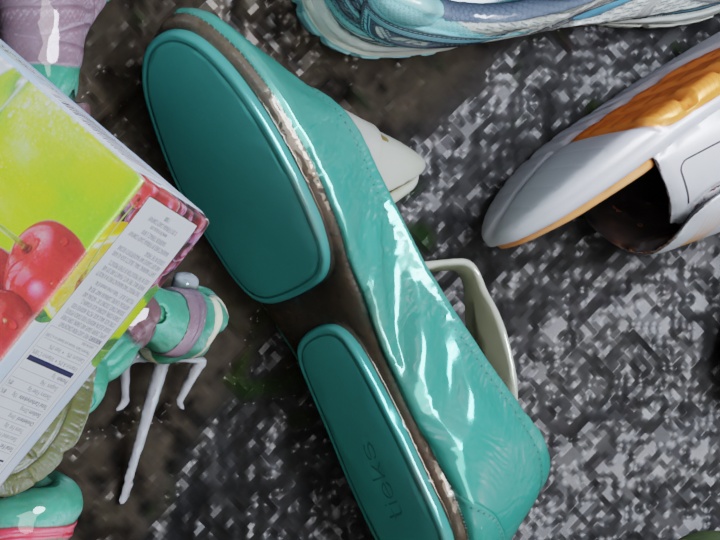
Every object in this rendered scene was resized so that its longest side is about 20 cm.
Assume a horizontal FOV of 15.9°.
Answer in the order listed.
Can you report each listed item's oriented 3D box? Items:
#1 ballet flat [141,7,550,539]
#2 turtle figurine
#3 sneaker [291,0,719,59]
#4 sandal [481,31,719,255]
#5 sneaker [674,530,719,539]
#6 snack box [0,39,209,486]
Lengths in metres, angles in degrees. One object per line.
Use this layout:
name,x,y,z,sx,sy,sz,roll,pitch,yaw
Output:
ballet flat,0.000,0.000,0.826,0.070,0.067,0.200,-32,96,-38
turtle figurine,-0.110,0.016,0.781,0.149,0.101,0.201,-8,91,-14
sneaker,0.080,-0.107,0.822,0.200,0.086,0.078,-18,99,-13
sandal,0.136,-0.053,0.845,0.206,0.079,0.059,-34,99,-12
sneaker,0.169,0.100,0.853,0.200,0.067,0.090,30,75,-41
snack box,-0.161,-0.023,0.721,0.200,0.053,0.142,40,91,22
